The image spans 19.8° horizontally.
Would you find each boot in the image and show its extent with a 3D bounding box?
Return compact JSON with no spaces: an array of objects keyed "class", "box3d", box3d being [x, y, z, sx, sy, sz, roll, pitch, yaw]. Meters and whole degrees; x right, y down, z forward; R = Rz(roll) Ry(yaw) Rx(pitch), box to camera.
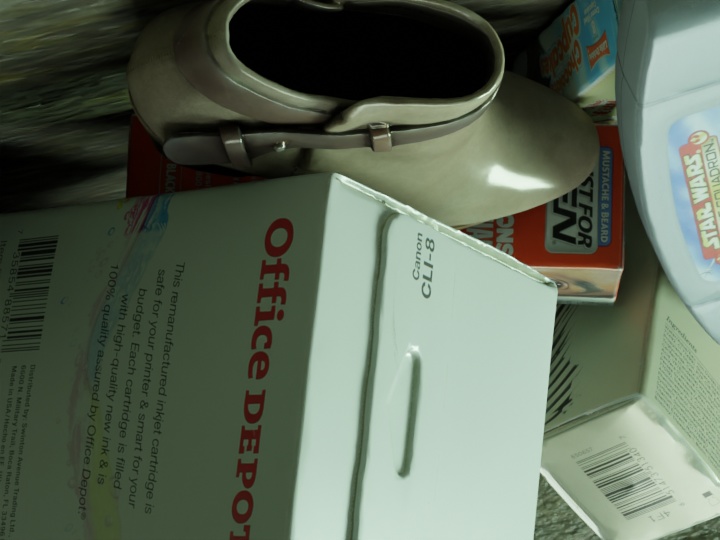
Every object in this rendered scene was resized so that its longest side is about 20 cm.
[{"class":"boot","box3d":[0.016,-0.057,0.713,0.200,0.070,0.146,-1,172,-19]}]

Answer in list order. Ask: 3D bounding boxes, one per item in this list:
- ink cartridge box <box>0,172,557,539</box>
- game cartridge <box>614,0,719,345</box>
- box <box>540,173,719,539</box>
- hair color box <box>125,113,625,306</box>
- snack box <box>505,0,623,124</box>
[{"class":"ink cartridge box","box3d":[-0.050,0.059,0.762,0.200,0.146,0.145,-4,162,39]},{"class":"game cartridge","box3d":[0.164,-0.050,0.762,0.133,0.042,0.200,-21,139,3]},{"class":"box","box3d":[0.133,0.027,0.955,0.068,0.082,0.200,-27,-153,31]},{"class":"hair color box","box3d":[0.010,-0.023,0.869,0.200,0.064,0.111,1,171,6]},{"class":"snack box","box3d":[0.127,-0.084,0.848,0.116,0.037,0.200,-8,172,-13]}]
